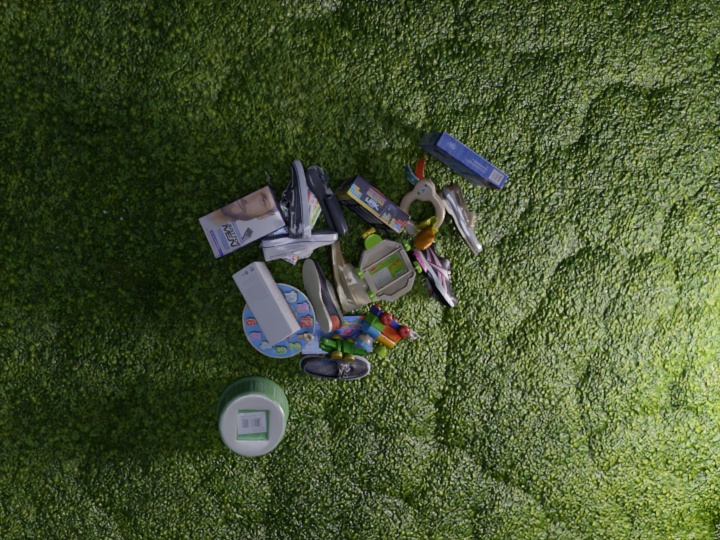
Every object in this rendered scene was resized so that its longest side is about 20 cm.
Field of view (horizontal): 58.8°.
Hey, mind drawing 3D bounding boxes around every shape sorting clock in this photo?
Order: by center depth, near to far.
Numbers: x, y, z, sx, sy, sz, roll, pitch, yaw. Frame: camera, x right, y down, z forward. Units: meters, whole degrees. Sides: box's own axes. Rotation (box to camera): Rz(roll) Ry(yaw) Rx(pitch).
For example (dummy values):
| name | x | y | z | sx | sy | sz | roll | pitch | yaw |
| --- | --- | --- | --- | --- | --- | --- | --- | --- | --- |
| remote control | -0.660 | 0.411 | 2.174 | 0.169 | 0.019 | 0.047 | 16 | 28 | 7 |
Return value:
| name | x | y | z | sx | sy | sz | roll | pitch | yaw |
| --- | --- | --- | --- | --- | --- | --- | --- | --- | --- |
| shape sorting clock | -0.216 | 0.134 | 1.692 | 0.196 | 0.039 | 0.204 | 0 | 99 | -1 |

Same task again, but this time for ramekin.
| name | x | y | z | sx | sy | sz | roll | pitch | yaw |
| --- | --- | --- | --- | --- | --- | --- | --- | --- | --- |
| ramekin | -0.287 | 0.393 | 1.702 | 0.196 | 0.098 | 0.204 | -2 | 100 | -9 |

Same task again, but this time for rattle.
| name | x | y | z | sx | sy | sz | roll | pitch | yaw |
| --- | --- | --- | --- | --- | --- | --- | --- | --- | --- |
| rattle | 0.146 | -0.175 | 1.652 | 0.128 | 0.143 | 0.204 | 12 | 117 | 28 |

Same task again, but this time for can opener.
| name | x | y | z | sx | sy | sz | roll | pitch | yaw |
| --- | --- | --- | --- | --- | --- | --- | --- | --- | --- |
| can opener | -0.093 | -0.170 | 1.616 | 0.067 | 0.053 | 0.202 | -47 | 129 | -38 |

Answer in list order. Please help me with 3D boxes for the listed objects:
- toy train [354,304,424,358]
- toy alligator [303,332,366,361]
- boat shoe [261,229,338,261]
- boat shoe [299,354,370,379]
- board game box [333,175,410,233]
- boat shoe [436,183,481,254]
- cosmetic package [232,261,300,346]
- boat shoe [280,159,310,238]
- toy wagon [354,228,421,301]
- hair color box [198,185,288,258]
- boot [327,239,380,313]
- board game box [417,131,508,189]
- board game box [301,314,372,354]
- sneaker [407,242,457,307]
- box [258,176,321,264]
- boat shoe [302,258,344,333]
| name | x | y | z | sx | sy | sz | roll | pitch | yaw |
| --- | --- | --- | --- | --- | --- | --- | --- | --- | --- |
| toy train | 0.081 | 0.189 | 1.735 | 0.199 | 0.084 | 0.117 | 37 | 88 | -30 |
| toy alligator | -0.075 | 0.204 | 1.701 | 0.197 | 0.054 | 0.060 | 18 | 58 | -27 |
| boat shoe | -0.152 | -0.062 | 1.633 | 0.196 | 0.074 | 0.067 | -6 | 105 | 2 |
| boat shoe | -0.067 | 0.265 | 1.735 | 0.196 | 0.066 | 0.071 | 10 | 99 | -11 |
| board game box | 0.023 | -0.165 | 1.609 | 0.164 | 0.200 | 0.057 | 38 | 86 | -14 |
| boat shoe | 0.281 | -0.139 | 1.722 | 0.068 | 0.075 | 0.202 | -31 | 102 | 3 |
| cosmetic package | -0.237 | 0.081 | 1.623 | 0.071 | 0.101 | 0.202 | -30 | 87 | 6 |
| boat shoe | -0.166 | -0.176 | 1.586 | 0.066 | 0.072 | 0.204 | -5 | 81 | -10 |
| toy wagon | 0.061 | -0.021 | 1.650 | 0.154 | 0.040 | 0.202 | -30 | 108 | -3 |
| hair color box | -0.293 | -0.122 | 1.612 | 0.197 | 0.065 | 0.111 | -25 | 93 | 2 |
| boot | 0.000 | 0.000 | 1.698 | 0.153 | 0.073 | 0.204 | -15 | 103 | -6 |
| board game box | 0.256 | -0.281 | 1.630 | 0.198 | 0.199 | 0.044 | 32 | 96 | -13 |
| board game box | -0.064 | 0.174 | 1.745 | 0.196 | 0.019 | 0.105 | 0 | 101 | -10 |
| sneaker | 0.217 | 0.008 | 1.738 | 0.086 | 0.080 | 0.201 | -38 | 109 | -12 |
| box | -0.175 | -0.130 | 1.666 | 0.109 | 0.035 | 0.203 | 25 | 95 | -13 |
| boat shoe | -0.098 | 0.063 | 1.695 | 0.062 | 0.071 | 0.203 | -17 | 87 | -38 |
